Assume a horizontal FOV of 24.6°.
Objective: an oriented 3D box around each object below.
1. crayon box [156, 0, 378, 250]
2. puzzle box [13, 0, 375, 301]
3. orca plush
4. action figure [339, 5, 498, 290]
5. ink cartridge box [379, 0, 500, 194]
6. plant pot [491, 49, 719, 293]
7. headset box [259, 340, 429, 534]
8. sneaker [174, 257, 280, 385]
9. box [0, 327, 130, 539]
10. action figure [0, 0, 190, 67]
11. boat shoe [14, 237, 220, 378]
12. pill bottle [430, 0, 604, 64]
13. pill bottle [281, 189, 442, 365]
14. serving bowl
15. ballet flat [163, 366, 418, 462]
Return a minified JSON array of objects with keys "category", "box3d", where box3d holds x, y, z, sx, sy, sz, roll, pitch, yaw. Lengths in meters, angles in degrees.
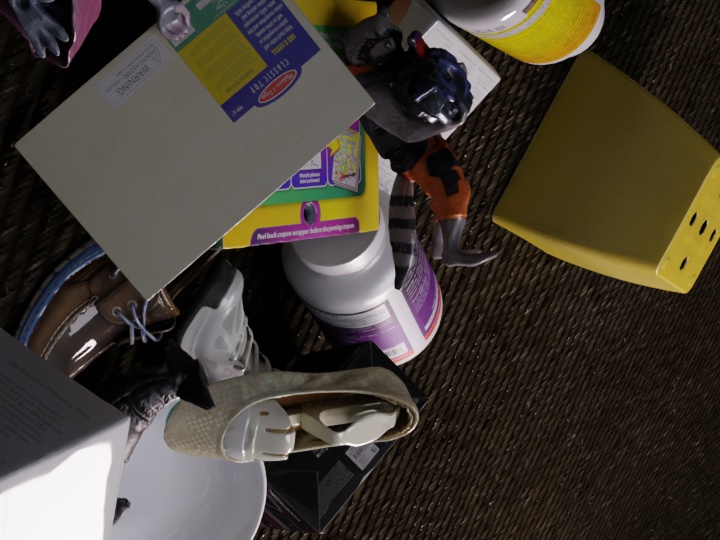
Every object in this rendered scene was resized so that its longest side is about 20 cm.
[{"category":"crayon box","box3d":[-0.062,-0.109,1.180,0.199,0.058,0.174,-9,99,-57]},{"category":"puzzle box","box3d":[-0.105,-0.095,1.069,0.200,0.133,0.025,-40,-171,-3]},{"category":"orca plush","box3d":[-0.191,0.137,1.150,0.199,0.106,0.071,-27,-170,8]},{"category":"action figure","box3d":[0.035,-0.091,1.173,0.104,0.195,0.200,-21,-177,12]},{"category":"ink cartridge box","box3d":[0.015,-0.126,1.397,0.200,0.050,0.162,-45,155,9]},{"category":"plant pot","box3d":[0.286,-0.083,1.734,0.201,0.176,0.200,-61,153,4]},{"category":"headset box","box3d":[-0.047,0.144,1.415,0.149,0.075,0.200,-49,-169,-18]},{"category":"sneaker","box3d":[-0.082,0.069,1.273,0.201,0.115,0.076,108,6,-57]},{"category":"box","box3d":[-0.269,0.130,1.026,0.199,0.152,0.107,-23,135,-49]},{"category":"action figure","box3d":[-0.158,-0.206,0.973,0.134,0.148,0.200,-59,179,39]},{"category":"boat shoe","box3d":[-0.165,0.013,1.173,0.200,0.072,0.072,-51,151,-17]},{"category":"pill bottle","box3d":[0.139,-0.239,1.403,0.200,0.109,0.110,13,106,-61]},{"category":"pill bottle","box3d":[0.000,0.000,1.387,0.113,0.112,0.200,-53,156,-12]},{"category":"serving bowl","box3d":[-0.175,0.169,1.271,0.198,0.066,0.202,-10,118,-20]},{"category":"ballet flat","box3d":[-0.046,0.109,1.228,0.198,0.062,0.068,-9,121,-26]}]
